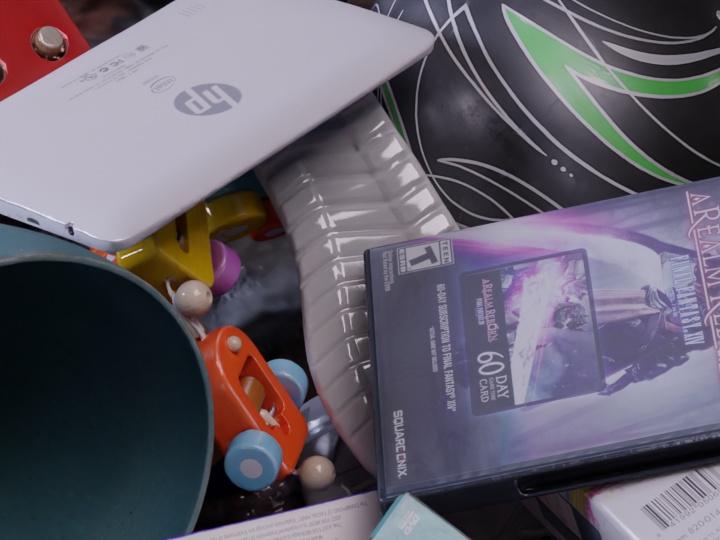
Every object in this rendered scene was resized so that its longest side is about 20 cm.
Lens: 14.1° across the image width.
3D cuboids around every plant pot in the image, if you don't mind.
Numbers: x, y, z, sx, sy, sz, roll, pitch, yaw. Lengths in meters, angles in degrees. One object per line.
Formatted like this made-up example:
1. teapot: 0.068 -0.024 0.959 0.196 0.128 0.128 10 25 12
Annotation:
1. plant pot: -0.176 0.062 1.141 0.200 0.201 0.135 -19 33 -31

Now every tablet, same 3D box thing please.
1. tablet: -0.077 -0.070 1.200 0.130 0.014 0.200 19 40 36

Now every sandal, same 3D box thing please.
1. sandal: 0.007 -0.002 1.235 0.082 0.050 0.203 -18 73 -2

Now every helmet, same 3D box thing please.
1. helmet: 0.087 -0.057 1.317 0.190 0.200 0.200 0 51 -30

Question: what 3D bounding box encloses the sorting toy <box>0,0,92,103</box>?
1. sorting toy: -0.230 -0.109 1.241 0.198 0.070 0.200 -26 77 -36

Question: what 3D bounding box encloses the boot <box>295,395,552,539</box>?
1. boot: 0.071 0.095 1.270 0.199 0.074 0.096 -8 60 -15

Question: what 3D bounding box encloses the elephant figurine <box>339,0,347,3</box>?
1. elephant figurine: -0.027 -0.217 1.441 0.141 0.155 0.200 18 52 27

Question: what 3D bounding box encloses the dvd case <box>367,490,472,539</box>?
1. dvd case: 0.054 0.198 1.071 0.200 0.022 0.146 38 78 -3

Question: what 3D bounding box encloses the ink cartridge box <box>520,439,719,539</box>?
1. ink cartridge box: 0.129 0.068 1.148 0.117 0.067 0.200 -32 43 -13

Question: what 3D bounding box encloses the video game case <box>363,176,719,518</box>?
1. video game case: 0.102 0.024 1.139 0.199 0.019 0.143 -12 42 8

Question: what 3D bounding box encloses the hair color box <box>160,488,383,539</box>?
1. hair color box: -0.014 0.195 1.117 0.109 0.065 0.201 -11 71 -27

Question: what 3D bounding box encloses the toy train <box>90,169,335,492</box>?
1. toy train: -0.062 0.007 1.231 0.150 0.055 0.200 53 25 -22

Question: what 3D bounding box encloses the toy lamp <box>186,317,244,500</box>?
1. toy lamp: -0.084 0.005 1.293 0.058 0.058 0.200 -5 54 -23
